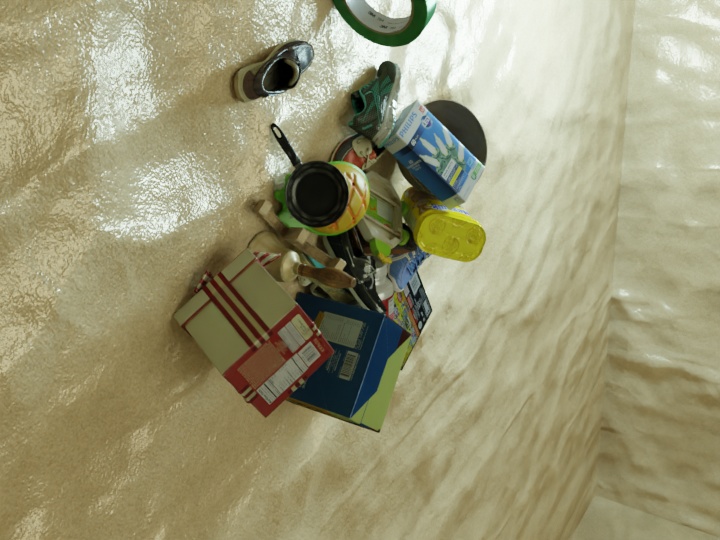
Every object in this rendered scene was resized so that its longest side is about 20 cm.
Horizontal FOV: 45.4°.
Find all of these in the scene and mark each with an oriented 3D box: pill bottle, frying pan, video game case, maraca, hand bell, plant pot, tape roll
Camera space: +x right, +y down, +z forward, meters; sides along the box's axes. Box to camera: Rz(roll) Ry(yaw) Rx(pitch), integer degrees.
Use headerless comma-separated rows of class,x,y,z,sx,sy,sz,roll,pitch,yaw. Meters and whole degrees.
pill bottle,0.014,0.078,1.771,0.112,0.111,0.204,-29,124,-51
frying pan,-0.107,-0.155,1.506,0.116,0.189,0.031,-55,-174,2
video game case,0.101,0.103,2.009,0.182,0.025,0.201,-60,146,-28
maraca,-0.068,-0.128,1.578,0.197,0.107,0.140,-12,110,-29
hand bell,-0.094,0.001,1.480,0.104,0.197,0.106,-27,124,-51
plant pot,0.153,-0.253,1.838,0.197,0.134,0.205,0,90,-22
tape roll,0.039,-0.495,1.523,0.048,0.198,0.202,-57,143,-31

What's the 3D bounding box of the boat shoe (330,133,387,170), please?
boat shoe,0.009,-0.236,1.701,0.200,0.062,0.072,-47,140,-39

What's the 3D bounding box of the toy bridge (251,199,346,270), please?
toy bridge,-0.115,-0.062,1.518,0.199,0.067,0.027,38,77,-25

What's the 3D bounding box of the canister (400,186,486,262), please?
canister,0.167,-0.103,1.817,0.201,0.146,0.088,-114,-141,-65

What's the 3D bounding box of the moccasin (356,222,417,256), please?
moccasin,0.049,-0.059,1.823,0.200,0.077,0.075,-11,78,-53

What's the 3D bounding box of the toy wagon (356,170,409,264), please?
toy wagon,0.036,-0.102,1.732,0.154,0.039,0.203,27,52,-40

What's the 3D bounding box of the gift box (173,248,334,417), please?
gift box,-0.162,0.090,1.397,0.199,0.186,0.186,-40,141,-12

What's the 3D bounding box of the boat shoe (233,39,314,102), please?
boat shoe,-0.129,-0.331,1.433,0.200,0.064,0.073,-41,132,-46

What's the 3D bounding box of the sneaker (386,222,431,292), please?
sneaker,0.117,-0.043,1.924,0.076,0.076,0.202,46,59,-42

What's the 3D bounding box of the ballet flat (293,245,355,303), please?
ballet flat,-0.080,0.013,1.638,0.200,0.070,0.072,40,66,-44

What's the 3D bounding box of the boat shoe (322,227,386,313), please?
boat shoe,0.000,0.000,1.661,0.202,0.067,0.072,61,16,5

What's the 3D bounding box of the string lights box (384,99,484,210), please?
string lights box,0.146,-0.229,1.721,0.199,0.059,0.104,41,59,-17

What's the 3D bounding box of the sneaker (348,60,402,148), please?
sneaker,0.026,-0.340,1.681,0.078,0.090,0.203,132,-28,-53

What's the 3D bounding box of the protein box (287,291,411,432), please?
protein box,-0.042,0.172,1.626,0.135,0.197,0.202,38,68,-57
